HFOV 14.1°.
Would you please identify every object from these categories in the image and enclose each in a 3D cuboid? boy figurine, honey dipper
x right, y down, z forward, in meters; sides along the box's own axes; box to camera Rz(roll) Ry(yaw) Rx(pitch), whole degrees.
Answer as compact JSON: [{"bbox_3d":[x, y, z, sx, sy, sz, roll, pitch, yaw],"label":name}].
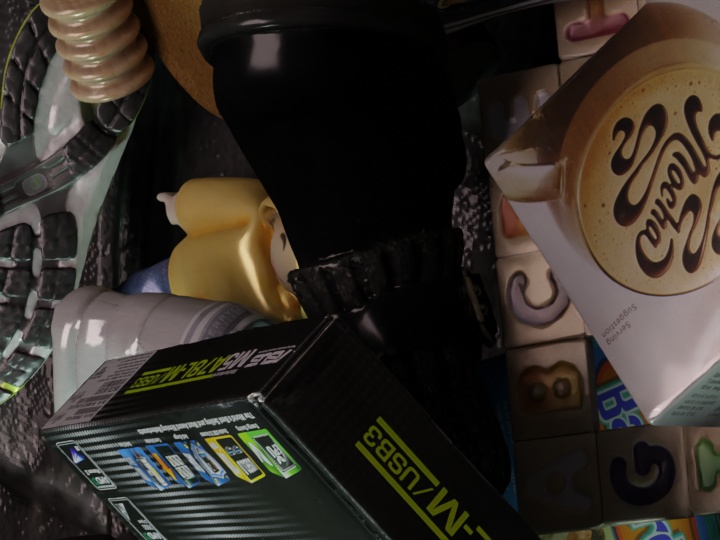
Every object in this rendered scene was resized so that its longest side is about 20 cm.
[{"bbox_3d":[-0.051,0.019,1.214,0.200,0.064,0.125,-25,76,51],"label":"boy figurine"},{"bbox_3d":[-0.127,-0.161,1.161,0.038,0.038,0.201,20,137,44],"label":"honey dipper"}]

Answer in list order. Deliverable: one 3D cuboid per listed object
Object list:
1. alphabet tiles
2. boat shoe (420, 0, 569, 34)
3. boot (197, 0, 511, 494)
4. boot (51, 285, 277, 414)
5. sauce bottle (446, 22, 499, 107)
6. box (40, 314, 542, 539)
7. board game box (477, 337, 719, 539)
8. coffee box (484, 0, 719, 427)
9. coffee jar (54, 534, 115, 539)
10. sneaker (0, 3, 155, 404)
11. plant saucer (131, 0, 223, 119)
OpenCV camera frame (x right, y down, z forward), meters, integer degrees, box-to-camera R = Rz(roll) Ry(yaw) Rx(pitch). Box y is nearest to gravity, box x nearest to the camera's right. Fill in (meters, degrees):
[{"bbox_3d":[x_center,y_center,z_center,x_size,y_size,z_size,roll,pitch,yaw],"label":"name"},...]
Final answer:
[{"bbox_3d":[0.120,-0.017,1.011,0.166,0.008,0.201,-10,80,29],"label":"alphabet tiles"},{"bbox_3d":[0.051,-0.128,0.998,0.199,0.091,0.071,-21,75,18],"label":"boat shoe"},{"bbox_3d":[0.003,0.000,1.017,0.079,0.211,0.159,-7,70,15],"label":"boot"},{"bbox_3d":[-0.065,0.088,1.188,0.095,0.074,0.201,13,131,32],"label":"boot"},{"bbox_3d":[-0.014,-0.145,1.145,0.200,0.065,0.065,55,132,24],"label":"sauce bottle"},{"bbox_3d":[-0.001,0.104,0.995,0.193,0.048,0.200,50,156,-14],"label":"box"},{"bbox_3d":[0.077,0.104,1.098,0.200,0.045,0.153,-17,83,48],"label":"board game box"},{"bbox_3d":[0.151,-0.054,0.932,0.200,0.080,0.113,-44,63,27],"label":"coffee box"},{"bbox_3d":[-0.144,0.218,1.333,0.104,0.085,0.200,53,132,32],"label":"coffee jar"},{"bbox_3d":[-0.141,-0.027,1.270,0.074,0.081,0.201,27,92,-1],"label":"sneaker"},{"bbox_3d":[-0.070,-0.133,1.157,0.201,0.035,0.201,55,163,26],"label":"plant saucer"}]
